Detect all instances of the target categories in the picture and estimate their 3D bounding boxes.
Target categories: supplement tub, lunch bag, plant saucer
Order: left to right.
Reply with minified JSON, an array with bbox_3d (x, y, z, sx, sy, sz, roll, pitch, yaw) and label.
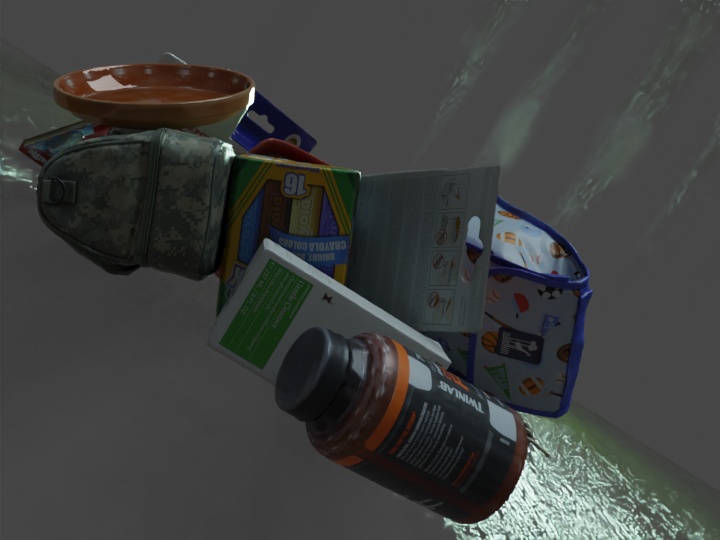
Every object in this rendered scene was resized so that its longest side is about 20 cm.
[{"bbox_3d":[-0.211,-0.069,1.221,0.166,0.141,0.200,10,5,-2],"label":"lunch bag"},{"bbox_3d":[-0.204,-0.173,1.270,0.198,0.033,0.201,2,19,-1],"label":"plant saucer"},{"bbox_3d":[0.031,0.118,1.011,0.199,0.107,0.107,30,4,-27],"label":"supplement tub"},{"bbox_3d":[0.146,0.037,1.308,0.123,0.171,0.200,-21,40,-34],"label":"lunch bag"}]

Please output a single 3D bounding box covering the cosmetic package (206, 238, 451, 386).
[{"bbox_3d":[-0.029,0.068,1.169,0.199,0.108,0.085,30,4,-7],"label":"cosmetic package"}]

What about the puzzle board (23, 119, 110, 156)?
[{"bbox_3d":[-0.281,-0.166,1.526,0.151,0.198,0.018,15,60,-78],"label":"puzzle board"}]

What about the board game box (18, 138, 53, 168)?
[{"bbox_3d":[-0.321,-0.096,1.575,0.199,0.020,0.103,34,3,21],"label":"board game box"}]

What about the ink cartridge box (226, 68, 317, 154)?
[{"bbox_3d":[-0.164,-0.118,1.541,0.199,0.200,0.041,34,14,-50],"label":"ink cartridge box"}]

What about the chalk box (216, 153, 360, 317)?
[{"bbox_3d":[-0.074,-0.008,1.264,0.123,0.202,0.125,8,4,-3],"label":"chalk box"}]

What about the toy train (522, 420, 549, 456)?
[{"bbox_3d":[0.122,0.165,1.460,0.199,0.085,0.116,33,-10,8],"label":"toy train"}]

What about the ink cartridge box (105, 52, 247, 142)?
[{"bbox_3d":[-0.223,-0.130,1.414,0.115,0.201,0.067,31,4,-18],"label":"ink cartridge box"}]

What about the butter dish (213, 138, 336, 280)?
[{"bbox_3d":[-0.097,-0.031,1.511,0.199,0.199,0.148,23,30,-55],"label":"butter dish"}]

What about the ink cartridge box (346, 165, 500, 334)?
[{"bbox_3d":[0.066,-0.017,1.255,0.199,0.164,0.050,0,-10,45],"label":"ink cartridge box"}]
